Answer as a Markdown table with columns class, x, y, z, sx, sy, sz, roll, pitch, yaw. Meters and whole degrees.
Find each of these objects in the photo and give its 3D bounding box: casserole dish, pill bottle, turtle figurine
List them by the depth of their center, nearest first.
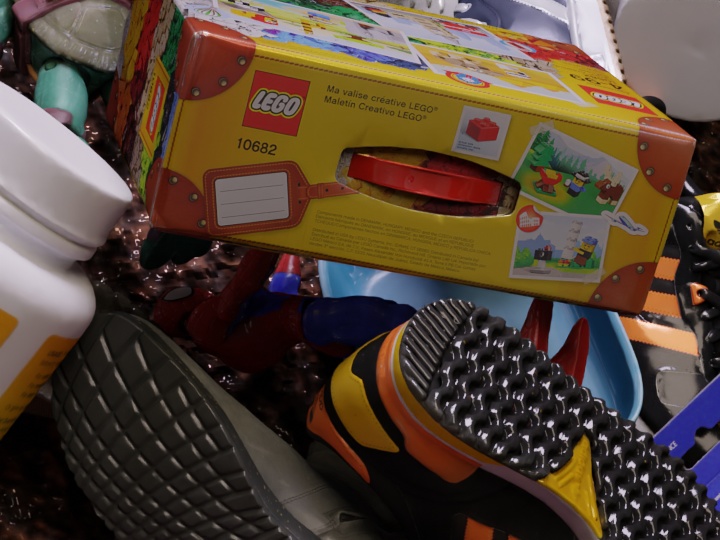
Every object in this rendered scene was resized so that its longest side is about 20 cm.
| class | x | y | z | sx | sy | sz | roll | pitch | yaw |
| --- | --- | --- | --- | --- | --- | --- | --- | --- | --- |
| pill bottle | -0.176 | 0.027 | 0.811 | 0.109 | 0.109 | 0.200 | 40 | 96 | 11 |
| casserole dish | 0.052 | 0.033 | 0.954 | 0.120 | 0.039 | 0.201 | -16 | 46 | -3 |
| turtle figurine | -0.136 | -0.093 | 0.965 | 0.149 | 0.101 | 0.201 | -8 | 52 | -25 |
| pill bottle | 0.182 | -0.158 | 1.089 | 0.111 | 0.111 | 0.200 | 25 | 35 | 0 |

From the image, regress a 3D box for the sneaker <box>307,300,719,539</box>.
| class | x | y | z | sx | sy | sz | roll | pitch | yaw |
| --- | --- | --- | --- | --- | --- | --- | --- | --- | --- |
| sneaker | 0.066 | 0.095 | 0.840 | 0.200 | 0.090 | 0.070 | 43 | 48 | -19 |

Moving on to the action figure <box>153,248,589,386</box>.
| class | x | y | z | sx | sy | sz | roll | pitch | yaw |
| --- | --- | --- | --- | --- | --- | --- | --- | --- | --- |
| action figure | 0.000 | 0.000 | 0.916 | 0.199 | 0.065 | 0.100 | 0 | 70 | 28 |

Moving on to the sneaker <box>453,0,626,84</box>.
| class | x | y | z | sx | sy | sz | roll | pitch | yaw |
| --- | --- | --- | --- | --- | --- | --- | --- | --- | --- |
| sneaker | 0.061 | -0.118 | 1.019 | 0.108 | 0.070 | 0.201 | -10 | 52 | 1 |

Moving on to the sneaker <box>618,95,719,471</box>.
| class | x | y | z | sx | sy | sz | roll | pitch | yaw |
| --- | --- | --- | --- | --- | --- | --- | --- | --- | --- |
| sneaker | 0.149 | 0.009 | 0.995 | 0.070 | 0.090 | 0.201 | 2 | 51 | -44 |

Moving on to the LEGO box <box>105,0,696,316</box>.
| class | x | y | z | sx | sy | sz | roll | pitch | yaw |
| --- | --- | --- | --- | --- | --- | --- | --- | --- | --- |
| LEGO box | 0.008 | -0.057 | 0.852 | 0.199 | 0.078 | 0.149 | 10 | 17 | -18 |

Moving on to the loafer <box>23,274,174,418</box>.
| class | x | y | z | sx | sy | sz | roll | pitch | yaw |
| --- | --- | --- | --- | --- | --- | --- | --- | --- | --- |
| loafer | -0.152 | 0.027 | 0.907 | 0.200 | 0.068 | 0.076 | 34 | 13 | -9 |

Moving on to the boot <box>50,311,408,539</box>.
| class | x | y | z | sx | sy | sz | roll | pitch | yaw |
| --- | --- | --- | --- | --- | --- | --- | --- | --- | --- |
| boot | -0.035 | 0.092 | 0.878 | 0.200 | 0.068 | 0.131 | 48 | 20 | 2 |

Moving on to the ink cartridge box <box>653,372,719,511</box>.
| class | x | y | z | sx | sy | sz | roll | pitch | yaw |
| --- | --- | --- | --- | --- | --- | --- | --- | --- | --- |
| ink cartridge box | 0.208 | 0.136 | 0.934 | 0.095 | 0.037 | 0.200 | -38 | 89 | -28 |

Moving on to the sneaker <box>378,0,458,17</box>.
| class | x | y | z | sx | sy | sz | roll | pitch | yaw |
| --- | --- | --- | --- | --- | --- | --- | --- | --- | --- |
| sneaker | 0.016 | -0.141 | 1.040 | 0.200 | 0.116 | 0.076 | -22 | 65 | -40 |
